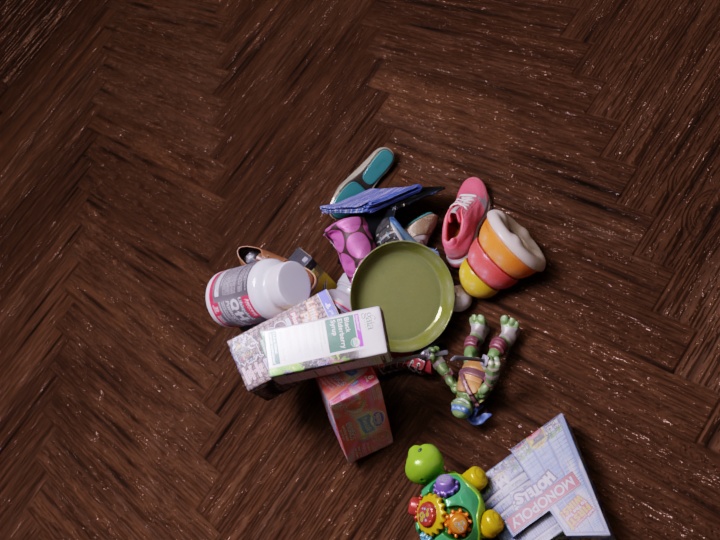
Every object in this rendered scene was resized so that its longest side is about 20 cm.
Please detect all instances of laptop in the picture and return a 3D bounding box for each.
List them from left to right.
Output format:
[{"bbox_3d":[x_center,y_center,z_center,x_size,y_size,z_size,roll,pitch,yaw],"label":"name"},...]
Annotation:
[{"bbox_3d":[0.060,-0.092,1.707,0.198,0.105,0.176,-25,16,-28],"label":"laptop"}]

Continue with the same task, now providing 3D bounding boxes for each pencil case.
[{"bbox_3d":[0.000,0.000,1.575,0.093,0.090,0.203,-23,85,30],"label":"pencil case"}]

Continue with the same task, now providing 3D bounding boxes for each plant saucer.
[{"bbox_3d":[0.074,0.047,1.519,0.201,0.200,0.031,-50,10,-7],"label":"plant saucer"}]

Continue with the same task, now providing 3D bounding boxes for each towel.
[{"bbox_3d":[0.019,-0.149,1.709,0.144,0.024,0.199,-24,15,-28],"label":"towel"}]

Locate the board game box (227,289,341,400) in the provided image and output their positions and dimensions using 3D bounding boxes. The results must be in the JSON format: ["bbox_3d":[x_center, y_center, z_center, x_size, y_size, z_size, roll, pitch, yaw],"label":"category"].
[{"bbox_3d":[-0.115,0.138,1.494,0.198,0.160,0.098,-28,74,0],"label":"board game box"}]

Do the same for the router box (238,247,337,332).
[{"bbox_3d":[-0.138,0.077,1.680,0.200,0.157,0.052,-49,48,-5],"label":"router box"}]

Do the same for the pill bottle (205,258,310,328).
[{"bbox_3d":[-0.185,0.040,1.525,0.198,0.110,0.112,-13,52,43],"label":"pill bottle"}]

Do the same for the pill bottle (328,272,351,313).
[{"bbox_3d":[-0.052,0.110,1.639,0.108,0.109,0.201,21,72,38],"label":"pill bottle"}]

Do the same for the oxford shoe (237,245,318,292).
[{"bbox_3d":[-0.166,0.001,1.597,0.198,0.071,0.072,18,69,36],"label":"oxford shoe"}]

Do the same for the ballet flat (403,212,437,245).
[{"bbox_3d":[0.084,-0.038,1.688,0.199,0.070,0.066,-36,58,16],"label":"ballet flat"}]

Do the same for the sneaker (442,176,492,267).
[{"bbox_3d":[0.207,-0.110,1.641,0.073,0.087,0.202,0,60,30],"label":"sneaker"}]

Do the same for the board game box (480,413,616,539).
[{"bbox_3d":[0.295,0.364,1.294,0.199,0.062,0.201,-37,48,5],"label":"board game box"}]

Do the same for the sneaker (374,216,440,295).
[{"bbox_3d":[0.105,-0.023,1.597,0.078,0.201,0.090,-21,21,50],"label":"sneaker"}]

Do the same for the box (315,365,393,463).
[{"bbox_3d":[-0.012,0.234,1.462,0.094,0.201,0.103,-22,48,-8],"label":"box"}]

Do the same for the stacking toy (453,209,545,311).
[{"bbox_3d":[0.232,0.000,1.551,0.200,0.145,0.147,-45,46,21],"label":"stacking toy"}]

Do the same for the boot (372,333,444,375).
[{"bbox_3d":[0.058,0.178,1.556,0.200,0.073,0.144,-44,50,-6],"label":"boot"}]

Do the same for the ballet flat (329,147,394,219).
[{"bbox_3d":[-0.002,-0.194,1.847,0.200,0.070,0.069,-46,48,-5],"label":"ballet flat"}]

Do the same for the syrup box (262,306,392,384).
[{"bbox_3d":[-0.052,0.124,1.364,0.197,0.082,0.080,-12,72,4],"label":"syrup box"}]

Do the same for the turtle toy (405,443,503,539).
[{"bbox_3d":[0.131,0.372,1.331,0.146,0.100,0.202,-47,43,31],"label":"turtle toy"}]

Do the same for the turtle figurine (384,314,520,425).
[{"bbox_3d":[0.186,0.141,1.433,0.195,0.200,0.144,-53,6,-37],"label":"turtle figurine"}]
